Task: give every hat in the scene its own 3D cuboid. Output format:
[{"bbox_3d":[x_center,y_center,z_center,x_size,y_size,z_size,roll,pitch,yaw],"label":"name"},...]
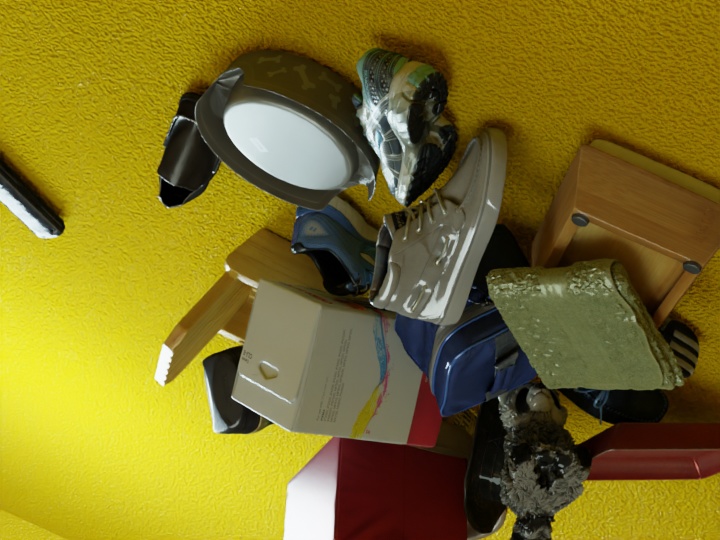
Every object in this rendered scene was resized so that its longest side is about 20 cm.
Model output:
[{"bbox_3d":[0.187,0.212,1.851,0.080,0.202,0.201,6,149,25],"label":"hat"}]

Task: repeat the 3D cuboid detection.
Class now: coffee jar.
[{"bbox_3d":[-0.090,0.134,1.887,0.198,0.106,0.085,-5,171,-34],"label":"coffee jar"}]

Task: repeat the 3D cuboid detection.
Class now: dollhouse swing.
[{"bbox_3d":[-0.127,0.079,1.918,0.180,0.177,0.200,26,154,-1],"label":"dollhouse swing"}]

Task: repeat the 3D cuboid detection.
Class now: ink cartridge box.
[{"bbox_3d":[-0.018,0.105,1.783,0.198,0.147,0.145,10,-174,-35],"label":"ink cartridge box"}]

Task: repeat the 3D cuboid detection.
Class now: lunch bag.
[{"bbox_3d":[0.124,0.058,1.640,0.133,0.135,0.201,60,167,22],"label":"lunch bag"}]

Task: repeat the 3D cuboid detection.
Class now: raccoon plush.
[{"bbox_3d":[0.175,0.219,1.767,0.096,0.134,0.201,18,115,-20],"label":"raccoon plush"}]

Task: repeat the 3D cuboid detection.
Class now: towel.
[{"bbox_3d":[0.213,0.056,1.511,0.147,0.037,0.200,-4,143,31],"label":"towel"}]

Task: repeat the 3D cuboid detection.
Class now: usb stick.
[{"bbox_3d":[-0.453,-0.110,2.031,0.055,0.033,0.200,-4,142,35],"label":"usb stick"}]

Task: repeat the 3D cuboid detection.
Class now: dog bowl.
[{"bbox_3d":[-0.065,-0.141,1.583,0.198,0.059,0.201,21,154,11],"label":"dog bowl"}]

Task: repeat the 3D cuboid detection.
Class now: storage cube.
[{"bbox_3d":[0.016,0.313,1.847,0.169,0.182,0.200,15,145,-19],"label":"storage cube"}]

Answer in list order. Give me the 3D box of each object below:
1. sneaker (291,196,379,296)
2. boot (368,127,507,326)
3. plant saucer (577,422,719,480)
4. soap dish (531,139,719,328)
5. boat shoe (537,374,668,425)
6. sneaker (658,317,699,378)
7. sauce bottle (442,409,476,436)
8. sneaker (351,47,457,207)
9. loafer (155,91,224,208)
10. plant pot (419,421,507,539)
[{"bbox_3d":[0.000,0.000,1.748,0.199,0.090,0.078,32,154,-23],"label":"sneaker"},{"bbox_3d":[0.070,-0.045,1.496,0.094,0.202,0.074,11,-160,-14],"label":"boot"},{"bbox_3d":[0.335,0.204,1.793,0.197,0.037,0.200,0,163,-13],"label":"plant saucer"},{"bbox_3d":[0.248,-0.023,1.486,0.156,0.082,0.201,24,153,3],"label":"soap dish"},{"bbox_3d":[0.247,0.114,1.741,0.198,0.085,0.069,24,164,0],"label":"boat shoe"},{"bbox_3d":[0.247,0.059,1.653,0.199,0.076,0.115,35,157,-18],"label":"sneaker"},{"bbox_3d":[0.121,0.203,2.052,0.064,0.065,0.200,-1,145,43],"label":"sauce bottle"},{"bbox_3d":[0.038,-0.140,1.497,0.086,0.078,0.201,36,156,22],"label":"sneaker"},{"bbox_3d":[-0.179,-0.120,1.711,0.072,0.072,0.200,25,155,0],"label":"loafer"},{"bbox_3d":[0.093,0.252,1.992,0.198,0.094,0.202,10,145,7],"label":"plant pot"}]
